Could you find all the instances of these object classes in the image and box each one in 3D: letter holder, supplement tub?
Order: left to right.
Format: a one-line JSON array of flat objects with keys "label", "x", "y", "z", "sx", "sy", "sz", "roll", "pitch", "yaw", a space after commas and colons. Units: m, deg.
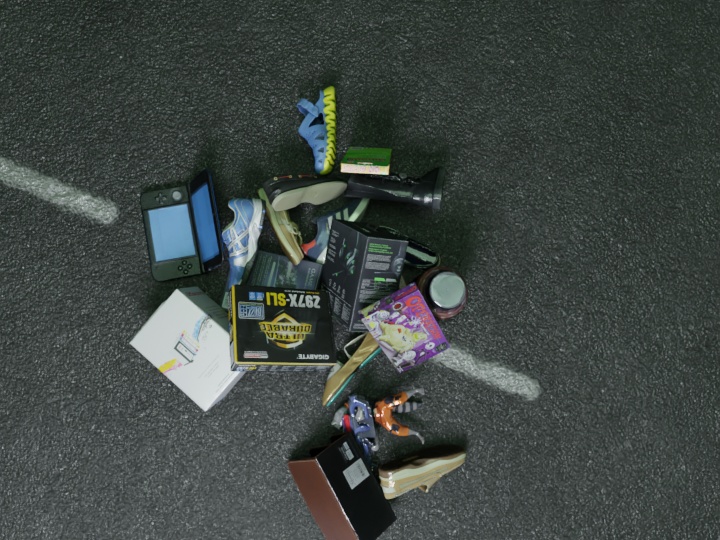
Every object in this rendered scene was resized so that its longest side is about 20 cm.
[{"label": "letter holder", "x": -0.044, "y": 0.448, "z": 1.239, "sx": 0.100, "sy": 0.142, "sz": 0.201, "roll": -28, "pitch": 89, "yaw": -39}, {"label": "supplement tub", "x": 0.156, "y": 0.049, "z": 1.240, "sx": 0.106, "sy": 0.200, "sz": 0.107, "roll": 0, "pitch": 83, "yaw": -4}]

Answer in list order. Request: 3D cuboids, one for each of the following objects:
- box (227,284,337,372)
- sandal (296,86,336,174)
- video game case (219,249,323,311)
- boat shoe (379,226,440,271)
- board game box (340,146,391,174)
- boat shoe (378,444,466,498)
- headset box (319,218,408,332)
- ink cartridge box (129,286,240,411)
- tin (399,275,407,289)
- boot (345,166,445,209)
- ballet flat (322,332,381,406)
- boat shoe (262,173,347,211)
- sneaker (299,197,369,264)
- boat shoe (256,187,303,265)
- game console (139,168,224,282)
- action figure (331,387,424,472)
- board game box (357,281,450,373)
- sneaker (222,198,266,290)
[{"label": "box", "x": -0.151, "y": 0.112, "z": 1.170, "sx": 0.199, "sy": 0.049, "sz": 0.160, "roll": 5, "pitch": 58, "yaw": -24}, {"label": "sandal", "x": -0.095, "y": -0.304, "z": 1.333, "sx": 0.087, "sy": 0.080, "sz": 0.201, "roll": -1, "pitch": 75, "yaw": 0}, {"label": "video game case", "x": -0.189, "y": 0.035, "z": 1.287, "sx": 0.199, "sy": 0.019, "sz": 0.143, "roll": 12, "pitch": 82, "yaw": 12}, {"label": "boat shoe", "x": 0.080, "y": -0.050, "z": 1.318, "sx": 0.199, "sy": 0.062, "sz": 0.075, "roll": 20, "pitch": 84, "yaw": 0}, {"label": "board game box", "x": 0.015, "y": -0.229, "z": 1.267, "sx": 0.095, "sy": 0.200, "sz": 0.030, "roll": 4, "pitch": 108, "yaw": 3}, {"label": "boat shoe", "x": 0.130, "y": 0.416, "z": 1.251, "sx": 0.199, "sy": 0.072, "sz": 0.077, "roll": -9, "pitch": 92, "yaw": -21}, {"label": "headset box", "x": 0.000, "y": 0.000, "z": 1.215, "sx": 0.092, "sy": 0.174, "sz": 0.201, "roll": 5, "pitch": 103, "yaw": -27}, {"label": "ink cartridge box", "x": -0.319, "y": 0.150, "z": 1.218, "sx": 0.200, "sy": 0.147, "sz": 0.145, "roll": 41, "pitch": 90, "yaw": 2}, {"label": "tin", "x": 0.059, "y": 0.060, "z": 1.264, "sx": 0.042, "sy": 0.112, "sz": 0.201, "roll": -6, "pitch": 64, "yaw": -31}, {"label": "boot", "x": 0.078, "y": -0.191, "z": 1.306, "sx": 0.199, "sy": 0.165, "sz": 0.066, "roll": 7, "pitch": 115, "yaw": 8}, {"label": "ballet flat", "x": -0.024, "y": 0.197, "z": 1.284, "sx": 0.063, "sy": 0.069, "sz": 0.200, "roll": 42, "pitch": 73, "yaw": 11}, {"label": "boat shoe", "x": -0.112, "y": -0.176, "z": 1.283, "sx": 0.201, "sy": 0.074, "sz": 0.063, "roll": -16, "pitch": 65, "yaw": -40}, {"label": "sneaker", "x": -0.056, "y": -0.109, "z": 1.310, "sx": 0.084, "sy": 0.075, "sz": 0.200, "roll": 36, "pitch": 79, "yaw": 5}, {"label": "boat shoe", "x": -0.157, "y": -0.103, "z": 1.283, "sx": 0.063, "sy": 0.073, "sz": 0.201, "roll": -23, "pitch": 58, "yaw": -8}, {"label": "game console", "x": -0.373, "y": -0.091, "z": 1.264, "sx": 0.170, "sy": 0.118, "sz": 0.201, "roll": -11, "pitch": 83, "yaw": -5}, {"label": "action figure", "x": 0.036, "y": 0.322, "z": 1.273, "sx": 0.193, "sy": 0.105, "sz": 0.201, "roll": 0, "pitch": 112, "yaw": 2}, {"label": "board game box", "x": 0.088, "y": 0.115, "z": 1.168, "sx": 0.120, "sy": 0.200, "sz": 0.032, "roll": -31, "pitch": 44, "yaw": 3}, {"label": "sneaker", "x": -0.248, "y": -0.053, "z": 1.246, "sx": 0.077, "sy": 0.076, "sz": 0.201, "roll": 11, "pitch": 95, "yaw": -13}]
